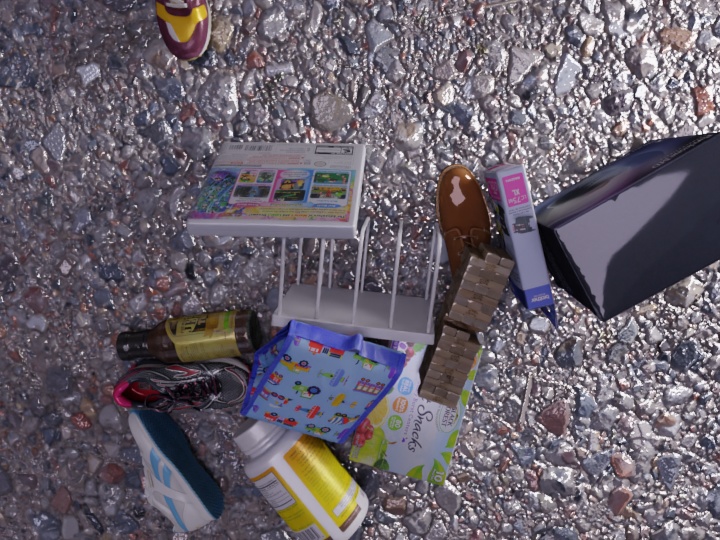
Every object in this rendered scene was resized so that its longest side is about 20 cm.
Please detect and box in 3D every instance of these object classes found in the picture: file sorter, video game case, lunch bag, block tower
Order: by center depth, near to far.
[{"bbox_3d":[-0.097,-0.104,0.771,0.196,0.184,0.024,2,132,4],"label":"video game case"},{"bbox_3d":[-0.046,0.129,0.771,0.148,0.096,0.200,20,144,-16],"label":"lunch bag"},{"bbox_3d":[0.127,0.067,0.775,0.053,0.058,0.203,18,105,-3],"label":"block tower"},{"bbox_3d":[0.000,0.000,0.789,0.196,0.139,0.127,6,105,3],"label":"file sorter"}]

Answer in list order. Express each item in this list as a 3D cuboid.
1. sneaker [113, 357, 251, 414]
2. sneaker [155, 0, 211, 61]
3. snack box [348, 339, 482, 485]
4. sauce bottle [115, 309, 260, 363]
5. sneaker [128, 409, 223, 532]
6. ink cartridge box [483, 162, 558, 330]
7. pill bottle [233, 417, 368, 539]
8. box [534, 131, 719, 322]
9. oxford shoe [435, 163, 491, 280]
[{"bbox_3d":[-0.247,0.170,0.875,0.196,0.075,0.082,-5,100,5],"label":"sneaker"},{"bbox_3d":[-0.233,-0.371,0.774,0.073,0.090,0.204,-1,99,5],"label":"sneaker"},{"bbox_3d":[0.074,0.179,0.862,0.139,0.053,0.204,14,100,1],"label":"snack box"},{"bbox_3d":[-0.241,0.096,0.867,0.196,0.065,0.066,-8,99,4],"label":"sauce bottle"},{"bbox_3d":[-0.283,0.290,0.899,0.080,0.077,0.202,-30,94,11],"label":"sneaker"},{"bbox_3d":[0.201,-0.031,0.782,0.041,0.119,0.204,-16,98,7],"label":"ink cartridge box"},{"bbox_3d":[-0.086,0.283,0.864,0.109,0.109,0.201,-37,95,9],"label":"pill bottle"},{"bbox_3d":[0.317,-0.059,0.728,0.198,0.198,0.125,-30,96,8],"label":"box"},{"bbox_3d":[0.142,-0.039,0.812,0.070,0.071,0.204,-10,97,8],"label":"oxford shoe"}]
